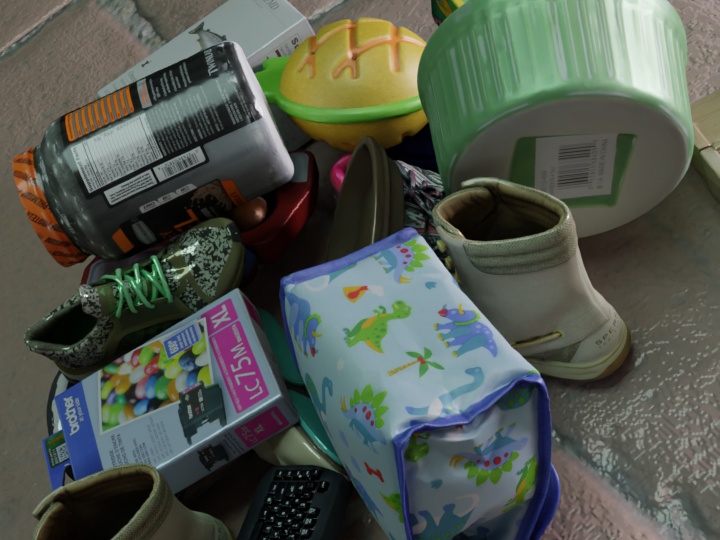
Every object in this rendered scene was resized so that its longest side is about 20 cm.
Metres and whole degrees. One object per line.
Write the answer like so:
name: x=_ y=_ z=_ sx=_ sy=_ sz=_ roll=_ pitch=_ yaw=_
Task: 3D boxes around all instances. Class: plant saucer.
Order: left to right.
plant saucer: x=0.000 y=0.000 z=0.966 sx=0.029 sy=0.201 sz=0.202 roll=7 pitch=45 yaw=-10

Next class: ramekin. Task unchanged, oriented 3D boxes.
ramekin: x=0.142 y=-0.108 z=0.910 sx=0.198 sy=0.200 sz=0.099 roll=-15 pitch=56 yaw=17

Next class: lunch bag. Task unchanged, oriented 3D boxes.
lunch bag: x=0.040 y=0.105 z=0.818 sx=0.126 sy=0.202 sz=0.170 roll=-19 pitch=41 yaw=-17

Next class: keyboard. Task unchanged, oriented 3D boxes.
keyboard: x=-0.059 y=0.208 z=0.829 sx=0.103 sy=0.040 sz=0.201 roll=-3 pitch=49 yaw=28

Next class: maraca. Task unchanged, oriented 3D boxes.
maraca: x=-0.017 y=-0.159 z=1.083 sx=0.198 sy=0.108 sz=0.137 roll=11 pitch=32 yaw=33

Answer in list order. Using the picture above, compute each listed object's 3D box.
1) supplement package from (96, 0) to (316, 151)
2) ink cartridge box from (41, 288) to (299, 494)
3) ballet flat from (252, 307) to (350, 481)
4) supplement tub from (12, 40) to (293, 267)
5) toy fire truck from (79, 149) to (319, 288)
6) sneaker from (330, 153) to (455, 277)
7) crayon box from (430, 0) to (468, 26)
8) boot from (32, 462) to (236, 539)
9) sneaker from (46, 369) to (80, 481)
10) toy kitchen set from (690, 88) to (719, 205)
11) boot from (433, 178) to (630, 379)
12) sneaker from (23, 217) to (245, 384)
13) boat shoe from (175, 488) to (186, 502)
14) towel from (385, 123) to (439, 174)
supplement package: x=-0.130 y=-0.163 z=1.221 sx=0.199 sy=0.118 sz=0.117 roll=-36 pitch=40 yaw=-5
ink cartridge box: x=-0.152 y=0.110 z=0.942 sx=0.199 sy=0.042 sz=0.120 roll=-32 pitch=46 yaw=4
ballet flat: x=-0.062 y=0.109 z=0.980 sx=0.069 sy=0.070 sz=0.200 roll=-32 pitch=40 yaw=-1
supplement tub: x=-0.162 y=-0.087 z=1.002 sx=0.198 sy=0.123 sz=0.123 roll=-24 pitch=43 yaw=2
toy fire truck: x=-0.133 y=-0.039 z=1.093 sx=0.197 sy=0.113 sz=0.169 roll=-9 pitch=43 yaw=11
sneaker: x=0.056 y=-0.045 z=1.036 sx=0.198 sy=0.075 sz=0.081 roll=11 pitch=57 yaw=36
crayon box: x=0.155 y=-0.197 z=1.078 sx=0.118 sy=0.059 sz=0.201 roll=-24 pitch=56 yaw=-10
boot: x=-0.194 y=0.216 z=0.876 sx=0.199 sy=0.155 sz=0.072 roll=-34 pitch=58 yaw=-3
sneaker: x=-0.197 y=0.082 z=1.068 sx=0.082 sy=0.072 sz=0.202 roll=-8 pitch=48 yaw=23
toy kitchen set: x=0.318 y=-0.127 z=0.880 sx=0.162 sy=0.181 sz=0.201 roll=-27 pitch=42 yaw=4
boot: x=0.079 y=0.005 z=0.904 sx=0.198 sy=0.155 sz=0.073 roll=4 pitch=53 yaw=35
sneaker: x=-0.176 y=0.025 z=0.979 sx=0.199 sy=0.088 sz=0.077 roll=-34 pitch=72 yaw=15
boat shoe: x=-0.148 y=0.115 z=1.016 sx=0.071 sy=0.065 sz=0.202 roll=-20 pitch=42 yaw=42
towel: x=0.110 y=-0.164 z=1.132 sx=0.146 sy=0.050 sz=0.201 roll=4 pitch=53 yaw=34
